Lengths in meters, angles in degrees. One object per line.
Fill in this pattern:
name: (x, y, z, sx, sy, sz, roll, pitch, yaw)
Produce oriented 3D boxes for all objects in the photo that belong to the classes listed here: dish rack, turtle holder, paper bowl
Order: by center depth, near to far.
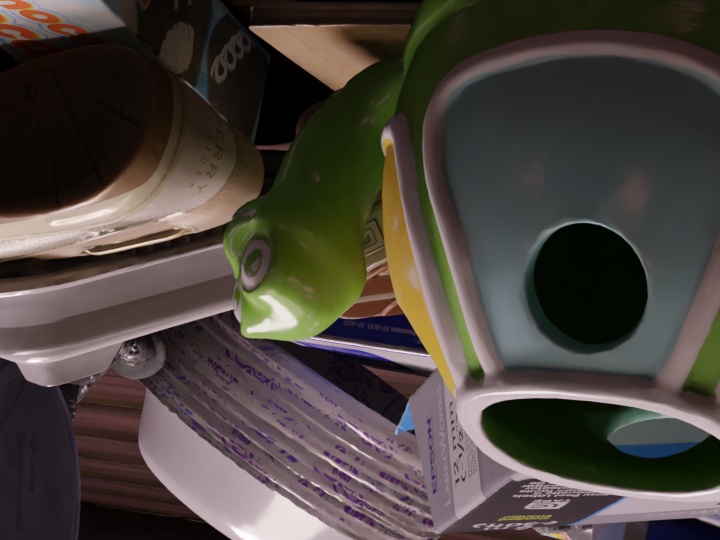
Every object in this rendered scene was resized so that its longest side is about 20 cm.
turtle holder: (0.057, -0.018, 0.537, 0.184, 0.133, 0.141, 14, 157, 1)
dish rack: (-0.081, -0.004, 0.762, 0.199, 0.044, 0.171, -17, -166, -33)
paper bowl: (-0.041, 0.094, 1.126, 0.200, 0.105, 0.201, 35, -177, -2)

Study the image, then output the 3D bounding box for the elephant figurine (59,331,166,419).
elephant figurine: (-0.165, 0.035, 1.005, 0.199, 0.143, 0.155, 4, 164, 43)

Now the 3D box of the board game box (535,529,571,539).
board game box: (0.203, 0.115, 1.174, 0.198, 0.106, 0.103, 9, 170, 14)

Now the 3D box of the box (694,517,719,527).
box: (0.206, 0.067, 0.831, 0.035, 0.111, 0.199, 17, 178, -35)

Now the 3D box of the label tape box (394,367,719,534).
label tape box: (0.099, 0.057, 0.738, 0.142, 0.067, 0.200, -2, 163, -11)

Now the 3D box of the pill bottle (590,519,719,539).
pill bottle: (0.195, 0.175, 0.930, 0.198, 0.117, 0.116, 12, 169, 7)

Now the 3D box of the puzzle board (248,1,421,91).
puzzle board: (0.074, -0.054, 0.695, 0.150, 0.018, 0.200, 4, 167, 29)

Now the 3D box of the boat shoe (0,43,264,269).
boat shoe: (-0.119, -0.031, 0.670, 0.199, 0.073, 0.065, -4, 160, 39)

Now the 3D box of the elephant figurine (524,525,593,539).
elephant figurine: (0.205, 0.107, 1.023, 0.199, 0.156, 0.141, 18, 166, 37)

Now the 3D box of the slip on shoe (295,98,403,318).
slip on shoe: (0.054, -0.022, 0.693, 0.199, 0.061, 0.076, -2, 153, -43)

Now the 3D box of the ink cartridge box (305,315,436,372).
ink cartridge box: (0.022, 0.032, 1.034, 0.094, 0.037, 0.200, 8, 177, 18)

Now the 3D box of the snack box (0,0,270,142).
snack box: (-0.114, -0.090, 0.643, 0.115, 0.037, 0.200, 7, 168, 18)

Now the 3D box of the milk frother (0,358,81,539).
milk frother: (-0.220, 0.141, 0.941, 0.186, 0.182, 0.200, -5, 163, 16)
